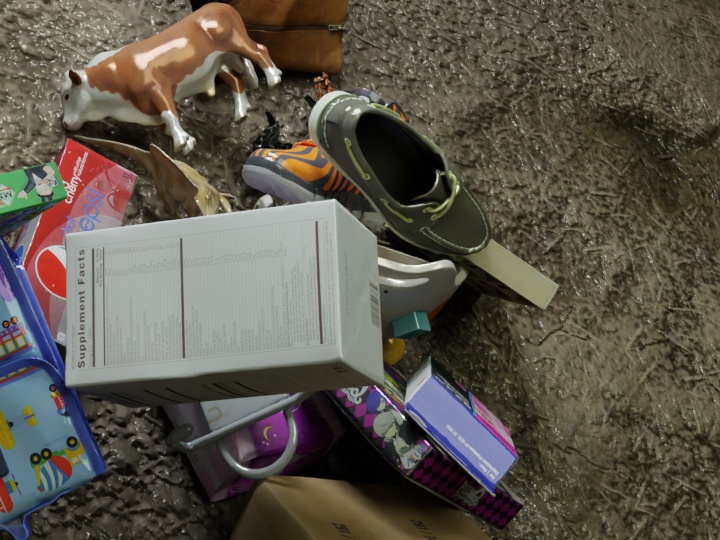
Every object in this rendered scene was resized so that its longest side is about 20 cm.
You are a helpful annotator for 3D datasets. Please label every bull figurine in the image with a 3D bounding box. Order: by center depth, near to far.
[{"bbox_3d":[-0.170,-0.168,1.368,0.200,0.065,0.122,-37,84,-25],"label":"bull figurine"}]

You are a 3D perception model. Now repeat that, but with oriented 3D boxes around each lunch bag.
[{"bbox_3d":[-0.276,0.098,1.064,0.150,0.094,0.201,-25,81,-7],"label":"lunch bag"}]

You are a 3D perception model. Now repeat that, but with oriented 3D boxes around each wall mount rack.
[{"bbox_3d":[-0.083,0.047,1.153,0.075,0.173,0.201,51,14,-70],"label":"wall mount rack"}]

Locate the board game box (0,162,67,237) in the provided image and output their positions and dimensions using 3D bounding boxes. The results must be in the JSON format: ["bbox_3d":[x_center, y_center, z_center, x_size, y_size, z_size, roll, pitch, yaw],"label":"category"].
[{"bbox_3d":[-0.314,-0.019,1.076,0.134,0.199,0.029,-21,88,-45],"label":"board game box"}]

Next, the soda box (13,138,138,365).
[{"bbox_3d":[-0.242,-0.008,1.225,0.070,0.063,0.201,28,44,-19],"label":"soda box"}]

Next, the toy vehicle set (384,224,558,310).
[{"bbox_3d":[0.099,-0.015,1.425,0.124,0.200,0.027,34,87,-11],"label":"toy vehicle set"}]

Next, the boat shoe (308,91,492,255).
[{"bbox_3d":[0.043,-0.072,1.254,0.201,0.060,0.072,39,81,-31],"label":"boat shoe"}]

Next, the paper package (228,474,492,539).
[{"bbox_3d":[0.018,0.243,1.137,0.190,0.104,0.200,10,15,-32],"label":"paper package"}]

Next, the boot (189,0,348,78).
[{"bbox_3d":[-0.080,-0.279,1.493,0.199,0.190,0.068,-10,20,-40],"label":"boot"}]

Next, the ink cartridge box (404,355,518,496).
[{"bbox_3d":[0.079,0.120,1.218,0.095,0.037,0.200,44,6,0],"label":"ink cartridge box"}]

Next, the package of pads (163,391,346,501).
[{"bbox_3d":[-0.111,0.078,1.252,0.120,0.076,0.201,-14,67,-40],"label":"package of pads"}]

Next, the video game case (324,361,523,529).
[{"bbox_3d":[0.034,0.122,1.249,0.181,0.036,0.200,45,4,34],"label":"video game case"}]

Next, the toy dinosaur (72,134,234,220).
[{"bbox_3d":[-0.158,-0.077,1.316,0.200,0.058,0.101,31,-17,42],"label":"toy dinosaur"}]

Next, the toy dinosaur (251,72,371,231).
[{"bbox_3d":[-0.035,-0.096,1.455,0.136,0.102,0.201,33,23,-49],"label":"toy dinosaur"}]

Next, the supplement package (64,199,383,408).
[{"bbox_3d":[-0.094,0.027,1.066,0.110,0.198,0.115,39,47,-70],"label":"supplement package"}]

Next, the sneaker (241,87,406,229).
[{"bbox_3d":[-0.027,-0.107,1.301,0.077,0.113,0.200,20,3,26],"label":"sneaker"}]

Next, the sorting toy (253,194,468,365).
[{"bbox_3d":[0.000,0.000,1.295,0.199,0.180,0.108,19,73,-6],"label":"sorting toy"}]
